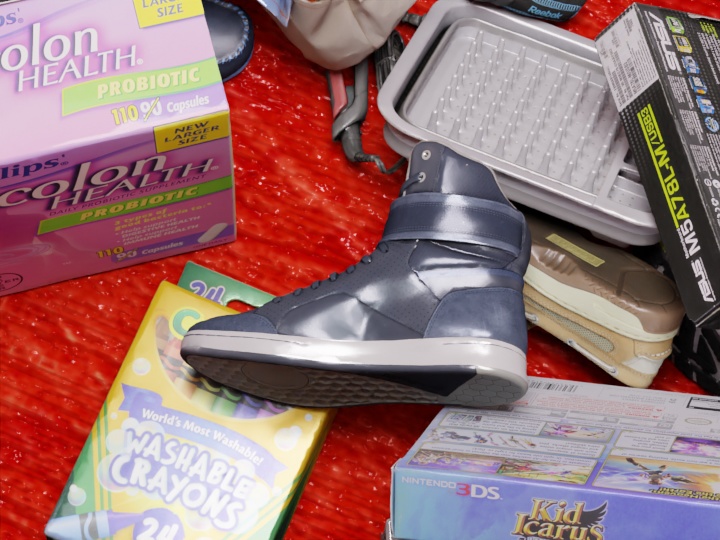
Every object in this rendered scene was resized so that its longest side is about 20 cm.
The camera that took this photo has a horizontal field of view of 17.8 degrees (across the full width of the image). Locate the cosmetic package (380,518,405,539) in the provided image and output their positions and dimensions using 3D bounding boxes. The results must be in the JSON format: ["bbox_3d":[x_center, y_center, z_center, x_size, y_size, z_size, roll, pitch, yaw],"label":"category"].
[{"bbox_3d":[0.107,0.190,1.299,0.198,0.107,0.091,-2,71,-1],"label":"cosmetic package"}]

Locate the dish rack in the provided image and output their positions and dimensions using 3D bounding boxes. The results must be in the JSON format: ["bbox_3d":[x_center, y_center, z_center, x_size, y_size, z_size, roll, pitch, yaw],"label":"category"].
[{"bbox_3d":[0.115,-0.087,1.406,0.199,0.044,0.172,22,39,6],"label":"dish rack"}]

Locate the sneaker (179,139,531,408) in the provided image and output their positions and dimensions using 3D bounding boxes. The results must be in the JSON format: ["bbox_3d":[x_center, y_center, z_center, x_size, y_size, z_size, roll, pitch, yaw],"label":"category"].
[{"bbox_3d":[0.001,0.001,1.320,0.200,0.077,0.147,1,68,10],"label":"sneaker"}]

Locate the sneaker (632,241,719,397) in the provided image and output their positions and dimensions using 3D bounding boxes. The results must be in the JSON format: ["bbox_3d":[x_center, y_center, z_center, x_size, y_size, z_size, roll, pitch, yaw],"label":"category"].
[{"bbox_3d":[0.243,0.042,1.384,0.081,0.074,0.200,-38,80,-25],"label":"sneaker"}]

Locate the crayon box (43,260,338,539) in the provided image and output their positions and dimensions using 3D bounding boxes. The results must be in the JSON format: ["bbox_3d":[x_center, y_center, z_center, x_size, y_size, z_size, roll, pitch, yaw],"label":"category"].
[{"bbox_3d":[-0.088,0.095,1.357,0.125,0.052,0.201,21,70,6],"label":"crayon box"}]

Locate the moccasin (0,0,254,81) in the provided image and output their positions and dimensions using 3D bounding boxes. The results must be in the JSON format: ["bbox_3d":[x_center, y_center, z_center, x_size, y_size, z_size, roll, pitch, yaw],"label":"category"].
[{"bbox_3d":[-0.166,-0.149,1.436,0.198,0.068,0.081,-1,70,-2],"label":"moccasin"}]

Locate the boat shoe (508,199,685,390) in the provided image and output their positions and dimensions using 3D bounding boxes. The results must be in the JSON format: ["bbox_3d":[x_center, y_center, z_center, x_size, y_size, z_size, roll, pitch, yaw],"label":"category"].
[{"bbox_3d":[0.101,0.006,1.387,0.200,0.077,0.071,36,37,31],"label":"boat shoe"}]

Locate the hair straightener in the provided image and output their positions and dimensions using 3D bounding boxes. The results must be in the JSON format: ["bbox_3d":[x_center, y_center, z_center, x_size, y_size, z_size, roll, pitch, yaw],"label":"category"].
[{"bbox_3d":[0.010,-0.151,1.454,0.076,0.041,0.202,-7,65,-5],"label":"hair straightener"}]

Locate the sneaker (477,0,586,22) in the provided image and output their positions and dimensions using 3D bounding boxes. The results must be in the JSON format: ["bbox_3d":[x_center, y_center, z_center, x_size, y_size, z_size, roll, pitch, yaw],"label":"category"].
[{"bbox_3d":[0.112,-0.250,1.493,0.081,0.073,0.202,19,64,-24],"label":"sneaker"}]

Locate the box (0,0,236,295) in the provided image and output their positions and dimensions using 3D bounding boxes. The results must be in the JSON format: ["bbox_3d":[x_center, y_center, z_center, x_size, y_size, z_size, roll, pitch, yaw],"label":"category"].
[{"bbox_3d":[-0.167,-0.075,1.339,0.174,0.200,0.097,-13,70,-7],"label":"box"}]

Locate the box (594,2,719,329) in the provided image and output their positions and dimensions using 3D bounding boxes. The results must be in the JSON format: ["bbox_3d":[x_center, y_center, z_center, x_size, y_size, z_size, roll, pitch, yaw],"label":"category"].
[{"bbox_3d":[0.247,-0.056,1.365,0.192,0.047,0.201,6,57,-39],"label":"box"}]

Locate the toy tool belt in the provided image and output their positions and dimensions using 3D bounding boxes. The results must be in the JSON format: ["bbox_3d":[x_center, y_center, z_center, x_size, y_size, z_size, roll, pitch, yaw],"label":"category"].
[{"bbox_3d":[-0.058,-0.217,1.406,0.200,0.123,0.125,42,96,29],"label":"toy tool belt"}]

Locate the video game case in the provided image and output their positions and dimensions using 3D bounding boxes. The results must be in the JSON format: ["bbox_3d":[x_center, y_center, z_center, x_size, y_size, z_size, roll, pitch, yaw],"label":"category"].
[{"bbox_3d":[0.134,0.111,1.275,0.198,0.181,0.046,6,105,16],"label":"video game case"}]
